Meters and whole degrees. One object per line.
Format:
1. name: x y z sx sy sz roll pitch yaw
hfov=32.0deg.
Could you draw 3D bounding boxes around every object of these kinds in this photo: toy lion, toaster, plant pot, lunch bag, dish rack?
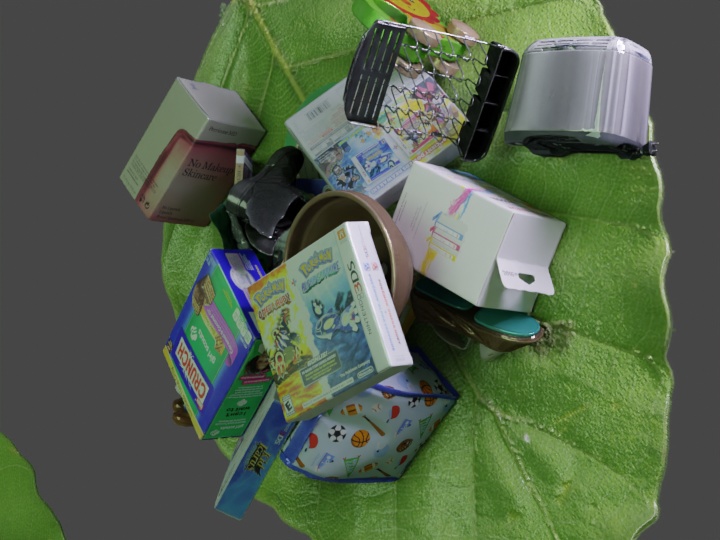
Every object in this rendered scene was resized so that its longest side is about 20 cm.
1. toy lion: 0.050 -0.338 1.661 0.191 0.199 0.069 42 115 15
2. toaster: 0.270 -0.205 1.504 0.198 0.113 0.131 6 88 43
3. plant pot: 0.000 0.000 1.571 0.199 0.092 0.204 5 97 44
4. lunch bag: 0.000 0.185 1.647 0.124 0.199 0.171 46 116 33
5. dish rack: 0.082 -0.226 1.550 0.055 0.197 0.155 -116 39 -57

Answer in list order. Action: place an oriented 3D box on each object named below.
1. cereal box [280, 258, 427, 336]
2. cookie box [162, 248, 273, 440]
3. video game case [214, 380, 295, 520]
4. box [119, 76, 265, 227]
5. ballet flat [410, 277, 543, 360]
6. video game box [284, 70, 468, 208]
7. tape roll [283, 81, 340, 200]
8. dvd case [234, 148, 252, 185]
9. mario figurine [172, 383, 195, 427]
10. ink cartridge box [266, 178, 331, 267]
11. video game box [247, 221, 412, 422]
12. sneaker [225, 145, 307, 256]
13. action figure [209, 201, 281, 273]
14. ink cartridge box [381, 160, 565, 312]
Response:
1. cereal box: -0.006 0.009 1.710 0.199 0.040 0.145 32 110 4
2. cookie box: -0.182 0.101 1.711 0.172 0.074 0.201 59 133 37
3. video game case: -0.123 0.207 1.702 0.201 0.045 0.182 -61 8 27
4. box: -0.263 -0.181 1.961 0.109 0.127 0.201 51 118 31
5. ballet flat: 0.147 0.073 1.618 0.198 0.068 0.073 20 123 30
6. video game box: 0.027 -0.186 1.685 0.199 0.047 0.183 -35 61 -2
7. tape roll: -0.027 -0.167 1.805 0.199 0.048 0.204 -4 84 40
8. dvd case: -0.179 -0.073 1.883 0.016 0.149 0.203 3 88 0
9. mario figurine: -0.265 0.133 1.950 0.123 0.105 0.203 23 103 42
10. ink cartridge box: -0.085 -0.030 1.805 0.195 0.043 0.203 5 110 43
11. video game box: -0.041 0.064 1.518 0.199 0.046 0.184 -32 67 40
12. sneaker: -0.108 -0.099 1.720 0.103 0.200 0.061 25 131 21
13. action figure: -0.151 -0.007 1.791 0.054 0.118 0.203 -1 112 32
14. ink cartridge box: 0.151 -0.038 1.582 0.199 0.128 0.127 31 106 38
